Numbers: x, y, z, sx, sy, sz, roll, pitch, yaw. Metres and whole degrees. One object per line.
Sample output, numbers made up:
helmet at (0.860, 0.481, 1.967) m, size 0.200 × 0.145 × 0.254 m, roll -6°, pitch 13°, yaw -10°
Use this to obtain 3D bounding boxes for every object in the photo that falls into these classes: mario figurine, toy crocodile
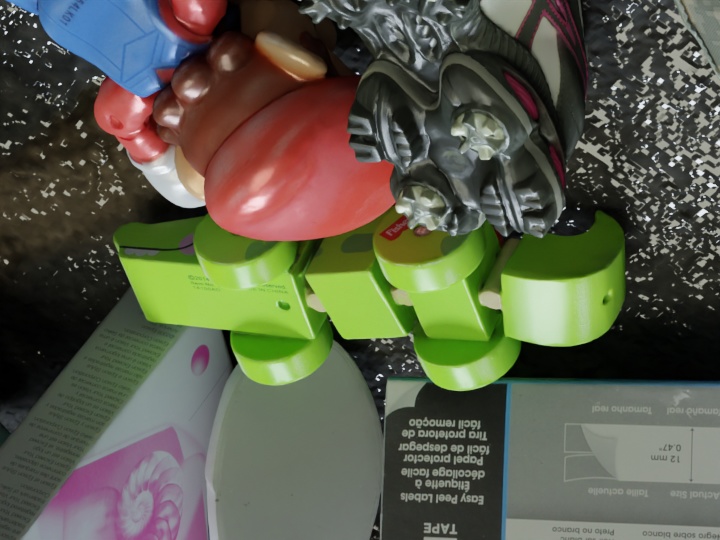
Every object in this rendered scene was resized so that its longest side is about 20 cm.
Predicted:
mario figurine at (-0.061, -0.092, 0.737) m, size 0.200 × 0.106 × 0.123 m, roll 40°, pitch 172°, yaw -5°
toy crocodile at (0.000, 0.000, 0.806) m, size 0.200 × 0.062 × 0.068 m, roll 1°, pitch 135°, yaw 27°

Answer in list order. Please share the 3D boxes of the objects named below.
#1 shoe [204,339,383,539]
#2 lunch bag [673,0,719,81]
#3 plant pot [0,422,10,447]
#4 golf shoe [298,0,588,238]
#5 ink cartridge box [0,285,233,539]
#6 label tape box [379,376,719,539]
shoe at (-0.035, 0.126, 0.888) m, size 0.071 × 0.200 × 0.091 m, roll -1°, pitch 174°, yaw -17°
lunch bag at (0.160, -0.120, 0.570) m, size 0.200 × 0.118 × 0.164 m, roll -19°, pitch 126°, yaw 29°
plant pot at (-0.202, 0.103, 0.902) m, size 0.200 × 0.134 × 0.200 m, roll 46°, pitch 168°, yaw 13°
golf shoe at (0.022, -0.102, 0.661) m, size 0.077 × 0.088 × 0.200 m, roll 8°, pitch 140°, yaw 27°
ink cartridge box at (-0.104, 0.138, 0.878) m, size 0.043 × 0.200 × 0.196 m, roll 15°, pitch 140°, yaw 26°
label tape box at (0.082, 0.140, 0.815) m, size 0.143 × 0.200 × 0.066 m, roll 0°, pitch 172°, yaw 21°
